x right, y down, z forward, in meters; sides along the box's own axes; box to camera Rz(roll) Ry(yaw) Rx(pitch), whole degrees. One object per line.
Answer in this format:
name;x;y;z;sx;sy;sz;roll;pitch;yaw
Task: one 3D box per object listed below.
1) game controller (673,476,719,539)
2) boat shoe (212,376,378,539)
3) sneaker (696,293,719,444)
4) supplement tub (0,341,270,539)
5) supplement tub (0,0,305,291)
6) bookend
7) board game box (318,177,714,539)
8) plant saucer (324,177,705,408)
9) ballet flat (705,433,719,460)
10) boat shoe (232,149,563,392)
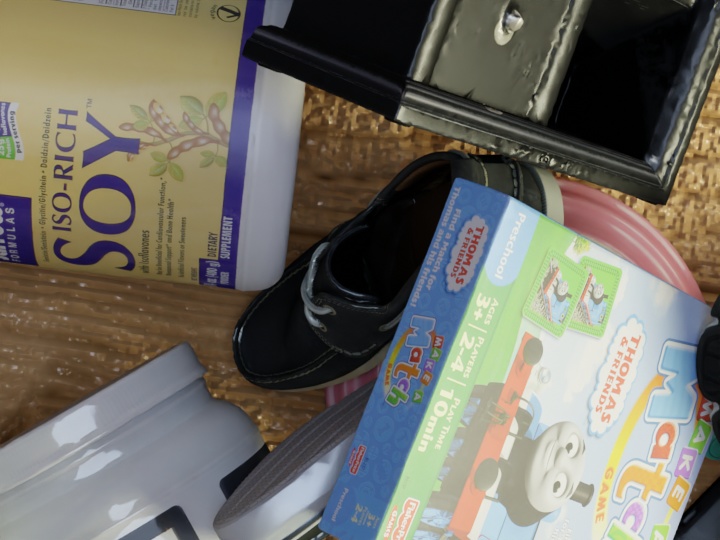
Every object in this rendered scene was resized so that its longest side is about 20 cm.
game controller;0.179;0.180;0.906;0.200;0.042;0.104;-45;78;-2
boat shoe;0.028;0.080;0.799;0.199;0.072;0.071;-33;99;-27
sneaker;0.215;0.070;0.831;0.092;0.075;0.202;-31;122;-31
supplement tub;-0.085;0.150;0.837;0.140;0.140;0.201;-29;92;-2
supplement tub;-0.126;-0.072;0.831;0.198;0.145;0.147;6;90;-2
bookend;0.078;-0.149;0.752;0.092;0.198;0.202;26;98;40
board game box;0.084;0.065;0.785;0.199;0.036;0.153;24;87;-46
plant saucer;0.081;0.053;0.889;0.198;0.051;0.203;0;91;-3
ballet flat;0.246;0.036;0.895;0.198;0.068;0.064;-18;57;-5
boat shoe;0.000;0.000;0.832;0.067;0.199;0.072;6;63;-43
